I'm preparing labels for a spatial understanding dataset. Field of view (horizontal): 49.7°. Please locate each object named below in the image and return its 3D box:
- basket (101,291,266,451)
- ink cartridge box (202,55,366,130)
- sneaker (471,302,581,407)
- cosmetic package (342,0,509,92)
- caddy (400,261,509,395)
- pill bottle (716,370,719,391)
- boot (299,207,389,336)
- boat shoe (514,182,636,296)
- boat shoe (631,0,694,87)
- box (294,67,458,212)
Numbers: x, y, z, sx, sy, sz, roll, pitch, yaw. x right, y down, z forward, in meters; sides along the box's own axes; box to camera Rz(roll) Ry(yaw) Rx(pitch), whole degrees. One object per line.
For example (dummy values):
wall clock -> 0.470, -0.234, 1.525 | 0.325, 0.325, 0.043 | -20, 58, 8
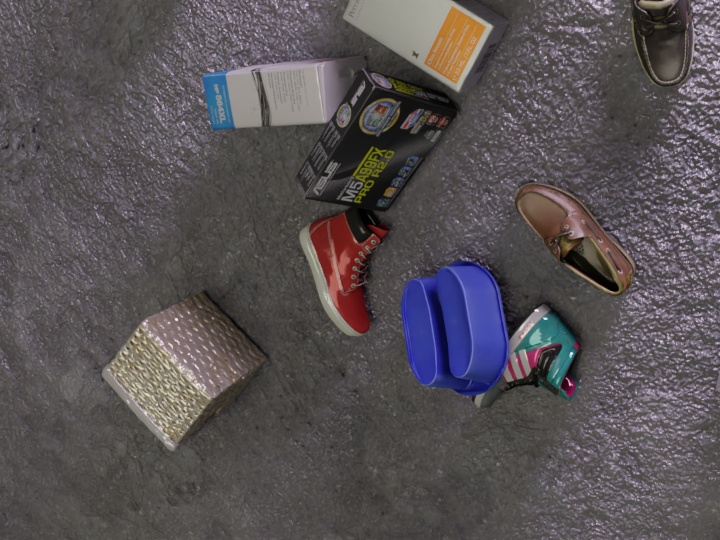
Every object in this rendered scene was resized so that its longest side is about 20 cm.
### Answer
basket -> -0.313, 0.172, 1.403 | 0.200, 0.198, 0.161 | 44, 119, 7
ink cartridge box -> -0.106, -0.262, 1.143 | 0.199, 0.146, 0.085 | 4, 110, 28
sneaker -> 0.259, 0.159, 1.155 | 0.121, 0.083, 0.201 | 41, 122, 19
cosmetic package -> 0.087, -0.339, 1.053 | 0.199, 0.071, 0.102 | 35, 122, 13
caddy -> 0.144, 0.084, 1.150 | 0.141, 0.104, 0.202 | -21, 71, 43
pill bottle -> 0.558, 0.147, 0.965 | 0.199, 0.111, 0.112 | 19, 117, 20
boot -> 0.000, 0.000, 1.238 | 0.144, 0.072, 0.201 | -20, 96, 31
boat shoe -> 0.290, -0.046, 1.060 | 0.200, 0.068, 0.072 | 39, 124, 11
boat shoe -> 0.352, -0.315, 0.921 | 0.073, 0.065, 0.202 | -7, 107, 29
box -> 0.021, -0.176, 1.102 | 0.200, 0.159, 0.044 | -53, 49, 32
